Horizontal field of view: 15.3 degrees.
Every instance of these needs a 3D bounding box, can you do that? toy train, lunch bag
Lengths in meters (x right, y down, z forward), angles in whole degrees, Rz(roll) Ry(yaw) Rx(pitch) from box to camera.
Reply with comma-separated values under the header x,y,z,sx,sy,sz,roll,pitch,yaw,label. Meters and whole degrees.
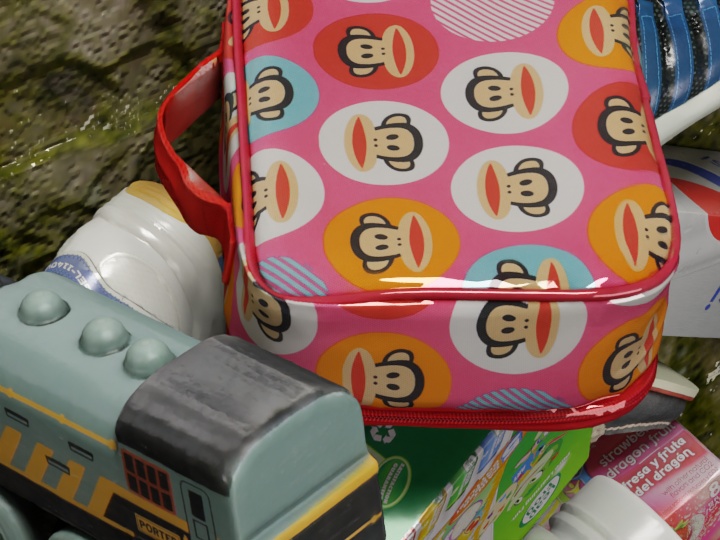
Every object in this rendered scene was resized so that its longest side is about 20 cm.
x,y,z,sx,sy,sz,roll,pitch,yaw,label
-0.072,0.064,0.885,0.085,0.199,0.115,-32,130,-35,toy train
0.015,-0.037,0.936,0.175,0.201,0.082,1,134,-2,lunch bag

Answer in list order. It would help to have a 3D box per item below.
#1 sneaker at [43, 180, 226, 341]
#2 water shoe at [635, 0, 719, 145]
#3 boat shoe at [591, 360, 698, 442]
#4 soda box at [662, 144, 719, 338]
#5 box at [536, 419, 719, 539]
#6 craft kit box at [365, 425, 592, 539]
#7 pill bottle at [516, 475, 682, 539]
x,y,z,sx,sy,sz,roll,pitch,yaw,label
-0.090,0.062,1.033,0.088,0.075,0.201,-40,137,-32,sneaker
0.110,-0.097,1.092,0.200,0.071,0.079,-43,130,-20,water shoe
0.071,0.057,1.201,0.199,0.071,0.063,7,104,-43,boat shoe
0.132,-0.014,1.206,0.199,0.063,0.068,4,121,-49,soda box
0.080,0.150,1.286,0.200,0.095,0.100,-38,145,-11,box
0.019,0.101,1.035,0.200,0.048,0.198,-49,167,-16,craft kit box
0.059,0.184,1.157,0.200,0.109,0.109,-43,145,-11,pill bottle
